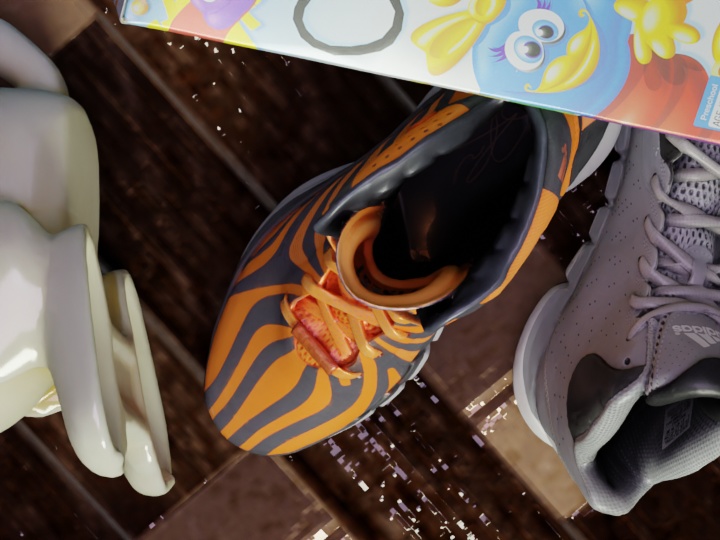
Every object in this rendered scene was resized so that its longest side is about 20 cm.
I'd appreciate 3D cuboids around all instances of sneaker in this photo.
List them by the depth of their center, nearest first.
[{"bbox_3d":[0.000,0.000,0.884,0.078,0.112,0.200,41,116,1],"label":"sneaker"},{"bbox_3d":[0.118,-0.005,0.887,0.075,0.116,0.201,15,112,-14],"label":"sneaker"}]

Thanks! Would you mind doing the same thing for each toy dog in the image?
[{"bbox_3d":[-0.181,0.016,0.892,0.199,0.140,0.195,-13,90,2],"label":"toy dog"}]

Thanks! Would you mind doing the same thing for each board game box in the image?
[{"bbox_3d":[0.030,-0.117,0.799,0.199,0.105,0.103,11,111,-16],"label":"board game box"}]
